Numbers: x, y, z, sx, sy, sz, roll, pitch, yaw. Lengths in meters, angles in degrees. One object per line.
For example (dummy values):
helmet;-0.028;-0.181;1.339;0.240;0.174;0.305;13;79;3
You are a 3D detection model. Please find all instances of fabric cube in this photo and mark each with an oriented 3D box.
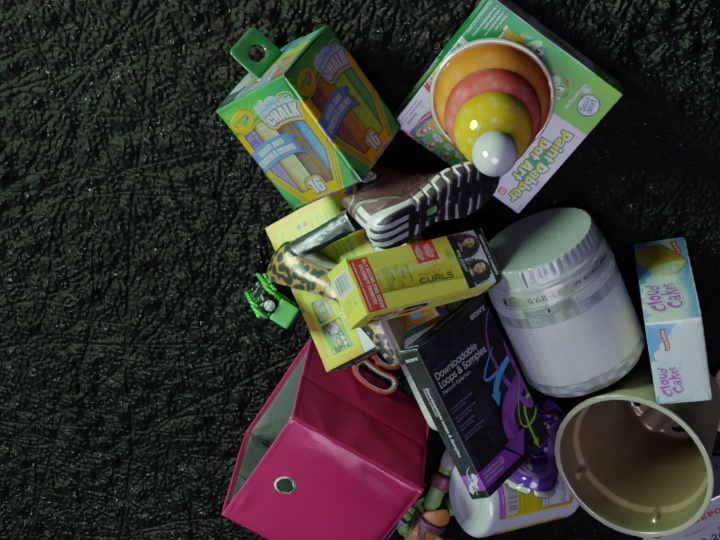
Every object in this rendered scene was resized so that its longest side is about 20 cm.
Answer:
fabric cube;-0.042;0.255;1.712;0.199;0.200;0.196;31;117;-10

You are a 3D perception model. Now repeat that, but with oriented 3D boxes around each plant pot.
plant pot;0.373;0.203;1.623;0.200;0.183;0.201;14;121;25

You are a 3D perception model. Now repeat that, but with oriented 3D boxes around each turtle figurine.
turtle figurine;0.118;0.351;1.756;0.144;0.200;0.194;34;98;4

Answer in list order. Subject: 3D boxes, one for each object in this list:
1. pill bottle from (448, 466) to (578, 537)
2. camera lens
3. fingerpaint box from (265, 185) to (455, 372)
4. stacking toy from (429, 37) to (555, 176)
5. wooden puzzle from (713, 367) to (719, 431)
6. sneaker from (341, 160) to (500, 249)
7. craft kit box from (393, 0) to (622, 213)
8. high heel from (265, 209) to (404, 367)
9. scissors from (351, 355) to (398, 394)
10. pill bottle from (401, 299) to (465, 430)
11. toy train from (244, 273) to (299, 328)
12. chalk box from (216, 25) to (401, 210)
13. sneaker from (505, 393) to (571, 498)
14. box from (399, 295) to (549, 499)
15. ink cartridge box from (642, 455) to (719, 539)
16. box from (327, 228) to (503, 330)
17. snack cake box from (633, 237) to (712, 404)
pill bottle;0.226;0.289;1.714;0.199;0.104;0.105;-6;124;-29
camera lens;0.252;0.044;1.583;0.159;0.160;0.201;-19;114;16
fingerpaint box;0.000;0.000;1.590;0.166;0.073;0.201;-29;79;20
stacking toy;0.144;-0.161;1.414;0.145;0.200;0.147;3;119;6
wooden puzzle;0.563;0.146;1.675;0.184;0.037;0.200;24;114;-6
sneaker;0.064;-0.106;1.513;0.115;0.200;0.076;40;141;36
craft kit box;0.174;-0.199;1.528;0.197;0.049;0.200;32;118;-14
high heel;-0.030;0.044;1.530;0.142;0.071;0.201;-29;76;27
scissors;-0.027;0.093;1.704;0.200;0.014;0.073;32;77;-11
pill bottle;0.124;0.145;1.630;0.114;0.114;0.201;-30;75;21
toy train;-0.111;0.039;1.613;0.056;0.200;0.042;32;91;-10
chalk box;-0.071;-0.196;1.494;0.124;0.125;0.200;-18;118;41
sneaker;0.231;0.213;1.655;0.080;0.200;0.084;15;126;7
box;0.140;0.149;1.525;0.036;0.143;0.201;-19;102;47
ink cartridge box;0.489;0.376;1.778;0.145;0.083;0.200;-30;111;21
box;0.065;0.008;1.477;0.050;0.199;0.076;-42;65;54
snack cake box;0.378;0.058;1.552;0.067;0.200;0.115;-7;117;11
